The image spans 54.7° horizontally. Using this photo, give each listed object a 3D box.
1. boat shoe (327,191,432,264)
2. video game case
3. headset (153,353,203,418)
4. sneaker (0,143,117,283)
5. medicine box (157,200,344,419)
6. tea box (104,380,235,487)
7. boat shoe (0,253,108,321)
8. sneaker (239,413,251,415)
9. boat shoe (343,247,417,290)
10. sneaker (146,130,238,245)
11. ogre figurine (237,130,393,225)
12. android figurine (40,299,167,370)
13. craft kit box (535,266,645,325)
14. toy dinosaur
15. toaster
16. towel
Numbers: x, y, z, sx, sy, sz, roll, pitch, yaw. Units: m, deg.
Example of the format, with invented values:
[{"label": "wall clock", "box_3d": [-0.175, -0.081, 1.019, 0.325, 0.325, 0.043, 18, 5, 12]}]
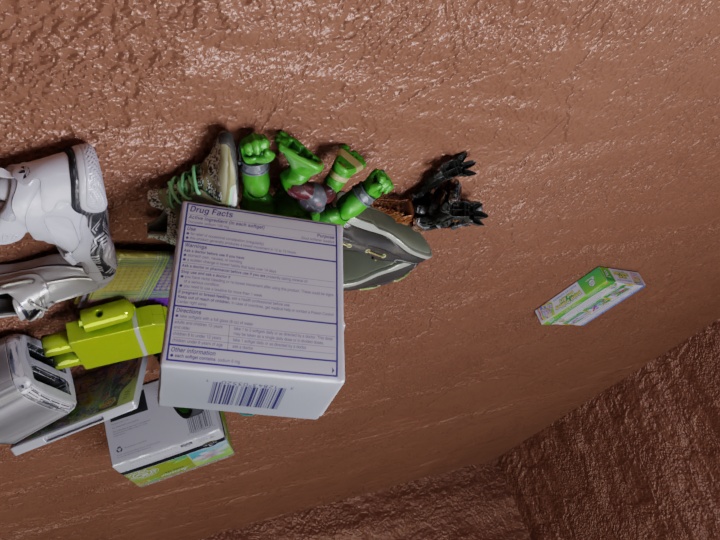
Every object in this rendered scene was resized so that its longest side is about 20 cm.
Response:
[{"label": "boat shoe", "box_3d": [0.022, -0.050, 1.006, 0.200, 0.072, 0.061, 24, 124, -39]}, {"label": "video game case", "box_3d": [-0.440, 0.207, 1.104, 0.198, 0.143, 0.018, -21, 116, 0]}, {"label": "headset", "box_3d": [-0.274, 0.143, 1.125, 0.093, 0.123, 0.201, -16, 131, -35]}, {"label": "sneaker", "box_3d": [-0.330, -0.051, 0.750, 0.114, 0.076, 0.201, -11, 147, -20]}, {"label": "medicine box", "box_3d": [-0.116, 0.042, 0.756, 0.180, 0.202, 0.103, 8, 146, -15]}, {"label": "tea box", "box_3d": [-0.362, 0.302, 1.329, 0.198, 0.134, 0.197, -17, 155, -9]}, {"label": "boat shoe", "box_3d": [-0.401, 0.027, 0.834, 0.198, 0.066, 0.072, -4, 147, -20]}, {"label": "sneaker", "box_3d": [-0.192, 0.199, 1.258, 0.198, 0.122, 0.083, -3, 167, -30]}, {"label": "boat shoe", "box_3d": [0.000, 0.000, 1.084, 0.199, 0.072, 0.061, -14, 149, -18]}, {"label": "sneaker", "box_3d": [-0.196, -0.082, 0.798, 0.088, 0.077, 0.200, 5, 142, -28]}, {"label": "ogre figurine", "box_3d": [-0.069, -0.093, 0.841, 0.199, 0.098, 0.120, -8, 142, -50]}, {"label": "android figurine", "box_3d": [-0.346, 0.093, 1.003, 0.198, 0.041, 0.182, -15, 158, -14]}, {"label": "craft kit box", "box_3d": [0.556, 0.067, 1.684, 0.196, 0.049, 0.200, 2, 145, -45]}, {"label": "toy dinosaur", "box_3d": [0.106, -0.087, 0.998, 0.199, 0.103, 0.135, -29, -179, -39]}, {"label": "toaster", "box_3d": [-0.501, 0.166, 0.991, 0.128, 0.114, 0.200, -25, 154, -1]}, {"label": "towel", "box_3d": [-0.280, 0.012, 0.964, 0.199, 0.023, 0.144, -2, 147, -36]}]
